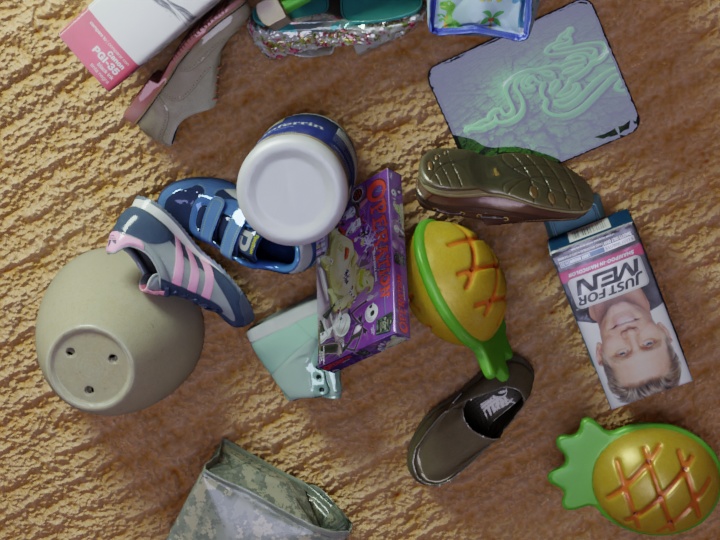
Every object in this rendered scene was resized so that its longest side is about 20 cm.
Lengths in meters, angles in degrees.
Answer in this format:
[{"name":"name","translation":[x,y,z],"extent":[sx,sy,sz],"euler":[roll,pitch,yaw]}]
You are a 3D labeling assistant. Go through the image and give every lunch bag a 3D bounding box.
[{"name":"lunch bag","translation":[-0.123,0.327,1.641],"extent":[0.199,0.118,0.164],"euler":[28,106,1]},{"name":"lunch bag","translation":[0.135,-0.343,1.385],"extent":[0.127,0.170,0.201],"euler":[3,105,4]}]

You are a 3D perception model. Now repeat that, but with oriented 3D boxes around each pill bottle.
[{"name":"pill bottle","translation":[-0.062,-0.105,1.461],"extent":[0.115,0.200,0.116],"euler":[1,106,4]}]

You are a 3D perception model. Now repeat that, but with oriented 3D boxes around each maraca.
[{"name":"maraca","translation":[0.115,0.032,1.514],"extent":[0.107,0.137,0.200],"euler":[-23,112,27]},{"name":"maraca","translation":[0.319,0.237,1.577],"extent":[0.199,0.107,0.138],"euler":[11,100,2]}]

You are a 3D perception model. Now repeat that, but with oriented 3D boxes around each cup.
[{"name":"cup","translation":[-0.291,0.088,1.570],"extent":[0.199,0.143,0.201],"euler":[1,107,4]}]

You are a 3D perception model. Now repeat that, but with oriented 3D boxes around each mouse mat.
[{"name":"mouse mat","translation":[0.192,-0.190,1.513],"extent":[0.199,0.008,0.161],"euler":[-24,103,11]}]

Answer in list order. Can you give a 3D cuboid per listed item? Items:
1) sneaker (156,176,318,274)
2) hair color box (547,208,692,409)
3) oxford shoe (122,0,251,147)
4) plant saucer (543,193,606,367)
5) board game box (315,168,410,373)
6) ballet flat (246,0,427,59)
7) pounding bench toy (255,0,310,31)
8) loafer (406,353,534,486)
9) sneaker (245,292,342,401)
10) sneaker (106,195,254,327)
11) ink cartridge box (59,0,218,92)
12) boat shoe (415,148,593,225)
[{"name":"sneaker","translation":[-0.139,-0.050,1.546],"extent":[0.199,0.082,0.074],"euler":[18,109,2]},{"name":"hair color box","translation":[0.291,0.044,1.528],"extent":[0.100,0.061,0.201],"euler":[-21,104,11]},{"name":"oxford shoe","translation":[-0.177,-0.222,1.509],"extent":[0.074,0.071,0.200],"euler":[40,116,-12]},{"name":"plant saucer","translation":[0.270,0.015,1.562],"extent":[0.070,0.019,0.201],"euler":[-18,103,10]},{"name":"board game box","translation":[0.000,0.000,1.485],"extent":[0.120,0.201,0.032],"euler":[-24,145,35]},{"name":"ballet flat","translation":[-0.024,-0.266,1.487],"extent":[0.199,0.076,0.064],"euler":[-1,138,10]},{"name":"pounding bench toy","translation":[-0.031,-0.351,1.414],"extent":[0.155,0.124,0.201],"euler":[0,102,5]},{"name":"loafer","translation":[0.125,0.181,1.599],"extent":[0.076,0.067,0.200],"euler":[37,106,-6]},{"name":"sneaker","translation":[-0.022,0.080,1.577],"extent":[0.200,0.074,0.119],"euler":[-25,97,22]},{"name":"sneaker","translation":[-0.208,0.011,1.555],"extent":[0.200,0.070,0.082],"euler":[46,65,-19]},{"name":"ink cartridge box","translation":[-0.206,-0.293,1.444],"extent":[0.200,0.147,0.083],"euler":[-37,101,15]},{"name":"boat shoe","translation":[0.158,-0.087,1.516],"extent":[0.199,0.072,0.068],"euler":[7,144,-6]}]
